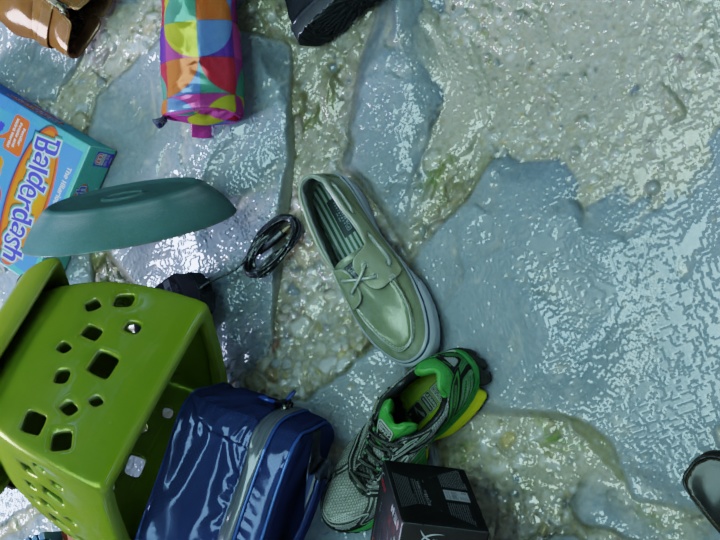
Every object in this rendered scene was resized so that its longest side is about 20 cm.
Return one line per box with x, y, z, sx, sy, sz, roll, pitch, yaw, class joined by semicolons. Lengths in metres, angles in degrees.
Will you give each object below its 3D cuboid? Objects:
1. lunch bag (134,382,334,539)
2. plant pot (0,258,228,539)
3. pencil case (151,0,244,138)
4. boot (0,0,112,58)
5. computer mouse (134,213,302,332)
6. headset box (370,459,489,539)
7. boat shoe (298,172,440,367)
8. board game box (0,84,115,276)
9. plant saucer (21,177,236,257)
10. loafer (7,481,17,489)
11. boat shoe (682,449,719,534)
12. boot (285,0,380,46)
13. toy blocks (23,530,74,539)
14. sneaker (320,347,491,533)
-0.101;0.196;1.699;0.132;0.136;0.201;21;99;14;lunch bag
-0.243;0.119;1.694;0.181;0.200;0.199;22;64;13;plant pot
-0.152;-0.230;1.800;0.088;0.088;0.201;-4;84;29;pencil case
-0.302;-0.321;1.894;0.155;0.077;0.201;34;105;29;boot
-0.131;0.012;1.801;0.200;0.034;0.059;-32;54;19;computer mouse
0.045;0.277;1.584;0.075;0.149;0.201;7;104;-7;headset box
0.000;0.000;1.703;0.072;0.062;0.200;-40;69;21;boat shoe
-0.355;-0.095;1.926;0.200;0.045;0.153;29;100;28;board game box
-0.214;-0.053;1.751;0.199;0.200;0.036;-4;103;30;plant saucer
-0.286;0.146;1.849;0.200;0.073;0.071;-48;64;18;loafer
0.330;0.208;1.489;0.200;0.073;0.075;38;104;27;boat shoe
-0.035;-0.332;1.756;0.165;0.066;0.201;-34;66;21;boot
-0.273;0.274;1.794;0.199;0.137;0.100;-21;75;26;toy blocks
0.024;0.145;1.664;0.078;0.085;0.200;43;107;26;sneaker
